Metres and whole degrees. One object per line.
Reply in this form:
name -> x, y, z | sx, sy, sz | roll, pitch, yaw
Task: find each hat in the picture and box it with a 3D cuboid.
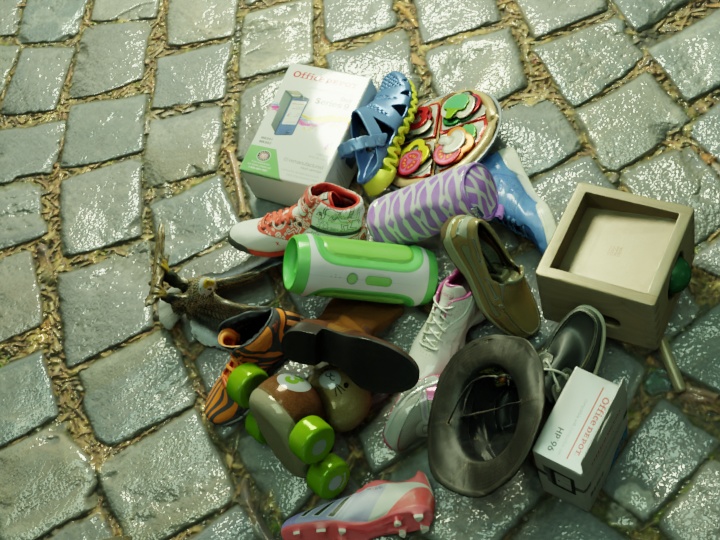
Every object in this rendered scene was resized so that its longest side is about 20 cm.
hat -> 0.165, 0.181, 1.337 | 0.200, 0.081, 0.202 | -29, 46, 34

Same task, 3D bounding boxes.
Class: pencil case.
pencil case -> 0.100, -0.083, 1.518 | 0.199, 0.085, 0.085 | -15, 44, 44

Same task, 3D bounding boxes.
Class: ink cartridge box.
ink cartridge box -> -0.071, -0.198, 1.678 | 0.144, 0.088, 0.202 | 15, 67, 23
ink cartridge box -> 0.258, 0.193, 1.310 | 0.067, 0.200, 0.117 | 24, 71, 23

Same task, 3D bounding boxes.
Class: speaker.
speaker -> 0.000, 0.000, 1.504 | 0.198, 0.089, 0.089 | 6, 59, -20

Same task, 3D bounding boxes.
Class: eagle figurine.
eagle figurine -> -0.202, 0.033, 1.590 | 0.198, 0.151, 0.153 | 11, 107, -12

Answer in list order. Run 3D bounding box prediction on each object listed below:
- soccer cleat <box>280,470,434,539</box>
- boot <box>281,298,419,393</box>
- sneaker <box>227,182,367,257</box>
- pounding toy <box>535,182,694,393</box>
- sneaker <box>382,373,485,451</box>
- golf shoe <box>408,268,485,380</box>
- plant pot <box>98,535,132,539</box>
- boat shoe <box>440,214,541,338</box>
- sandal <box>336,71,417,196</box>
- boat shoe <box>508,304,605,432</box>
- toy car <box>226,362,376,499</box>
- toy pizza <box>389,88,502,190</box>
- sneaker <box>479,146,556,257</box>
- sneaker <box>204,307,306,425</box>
soccer cleat -> -0.003, 0.305, 1.414 | 0.198, 0.067, 0.077 | -12, 43, 10
boot -> 0.015, 0.089, 1.469 | 0.186, 0.200, 0.069 | 7, 106, 21
sneaker -> -0.088, -0.074, 1.556 | 0.199, 0.109, 0.068 | 8, 39, 8
pounding toy -> 0.344, 0.021, 1.432 | 0.198, 0.143, 0.185 | 16, 60, 27
sneaker -> 0.120, 0.175, 1.430 | 0.199, 0.082, 0.089 | -34, 58, -3
golf shoe -> 0.111, 0.065, 1.481 | 0.075, 0.092, 0.201 | 22, 71, 37
plant pot -> -0.338, 0.457, 1.373 | 0.186, 0.187, 0.202 | -24, 73, 3
boat shoe -> 0.180, 0.013, 1.432 | 0.076, 0.200, 0.072 | -1, 46, 53
sandal -> 0.023, -0.211, 1.617 | 0.079, 0.087, 0.202 | -27, 40, 51
boat shoe -> 0.240, 0.136, 1.379 | 0.071, 0.067, 0.202 | 31, 101, 20
toy car -> -0.041, 0.160, 1.456 | 0.200, 0.159, 0.164 | -40, 49, -20
toy pizza -> 0.110, -0.193, 1.613 | 0.198, 0.032, 0.202 | -23, 40, 21
sneaker -> 0.195, -0.076, 1.541 | 0.110, 0.077, 0.201 | -22, 57, -1
sneaker -> -0.165, 0.120, 1.497 | 0.200, 0.112, 0.078 | -50, 52, 13
